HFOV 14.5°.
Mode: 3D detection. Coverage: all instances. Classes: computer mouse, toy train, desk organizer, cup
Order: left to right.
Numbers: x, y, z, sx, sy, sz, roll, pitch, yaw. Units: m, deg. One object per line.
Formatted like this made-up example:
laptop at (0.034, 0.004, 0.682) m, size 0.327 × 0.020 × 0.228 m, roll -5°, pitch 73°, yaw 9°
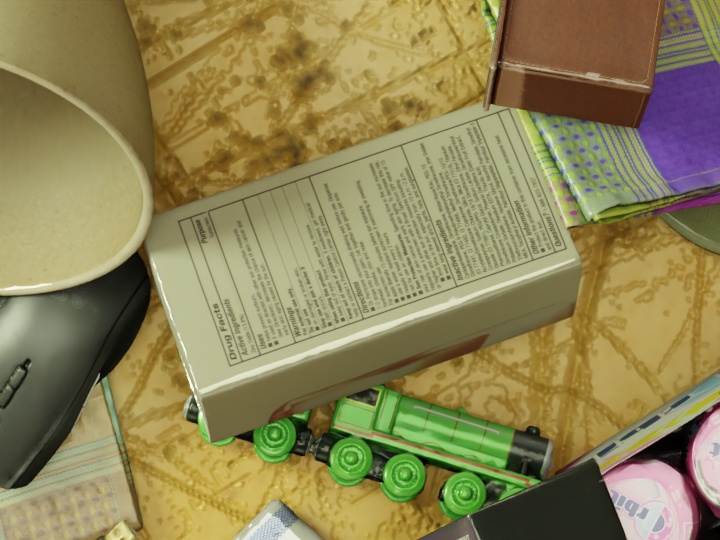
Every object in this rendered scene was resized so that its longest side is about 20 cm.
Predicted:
cup at (-0.188, -0.102, 1.375) m, size 0.199 × 0.201 × 0.144 m, roll 7°, pitch 56°, yaw 0°
computer mouse at (-0.158, 0.084, 1.434) m, size 0.140 × 0.046 × 0.200 m, roll 40°, pitch 91°, yaw 0°
toy train at (0.008, 0.086, 1.458) m, size 0.199 × 0.042 × 0.057 m, roll 17°, pitch 79°, yaw 0°
desk organizer at (0.113, -0.175, 1.362) m, size 0.077 × 0.072 × 0.201 m, roll 9°, pitch 77°, yaw 2°

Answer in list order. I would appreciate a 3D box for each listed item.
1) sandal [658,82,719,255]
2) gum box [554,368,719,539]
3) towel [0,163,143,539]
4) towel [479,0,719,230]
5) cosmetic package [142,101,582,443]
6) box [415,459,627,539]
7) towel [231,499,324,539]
sandal at (0.157, -0.073, 1.448) m, size 0.201 × 0.057 × 0.080 m, roll 35°, pitch 90°, yaw 0°
gum box at (0.191, 0.086, 1.420) m, size 0.199 × 0.114 × 0.066 m, roll -32°, pitch 90°, yaw 0°
towel at (-0.204, 0.055, 1.467) m, size 0.146 × 0.022 × 0.201 m, roll -15°, pitch 92°, yaw 1°
towel at (0.170, -0.101, 1.416) m, size 0.199 × 0.023 × 0.144 m, roll -13°, pitch 67°, yaw -19°
cosmetic package at (0.000, 0.000, 1.413) m, size 0.199 × 0.087 × 0.104 m, roll -18°, pitch 71°, yaw -6°
box at (0.071, 0.187, 1.364) m, size 0.079 × 0.200 × 0.142 m, roll -22°, pitch 83°, yaw -24°
towel at (-0.025, 0.234, 1.465) m, size 0.200 × 0.024 × 0.147 m, roll 44°, pitch 88°, yaw -2°
